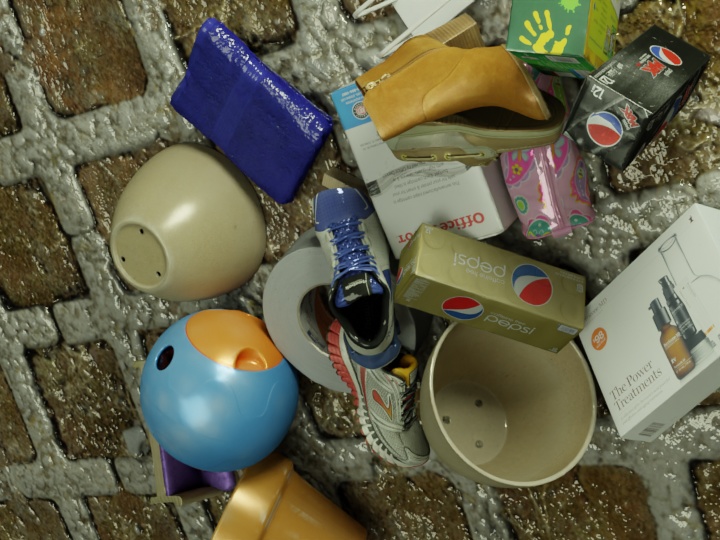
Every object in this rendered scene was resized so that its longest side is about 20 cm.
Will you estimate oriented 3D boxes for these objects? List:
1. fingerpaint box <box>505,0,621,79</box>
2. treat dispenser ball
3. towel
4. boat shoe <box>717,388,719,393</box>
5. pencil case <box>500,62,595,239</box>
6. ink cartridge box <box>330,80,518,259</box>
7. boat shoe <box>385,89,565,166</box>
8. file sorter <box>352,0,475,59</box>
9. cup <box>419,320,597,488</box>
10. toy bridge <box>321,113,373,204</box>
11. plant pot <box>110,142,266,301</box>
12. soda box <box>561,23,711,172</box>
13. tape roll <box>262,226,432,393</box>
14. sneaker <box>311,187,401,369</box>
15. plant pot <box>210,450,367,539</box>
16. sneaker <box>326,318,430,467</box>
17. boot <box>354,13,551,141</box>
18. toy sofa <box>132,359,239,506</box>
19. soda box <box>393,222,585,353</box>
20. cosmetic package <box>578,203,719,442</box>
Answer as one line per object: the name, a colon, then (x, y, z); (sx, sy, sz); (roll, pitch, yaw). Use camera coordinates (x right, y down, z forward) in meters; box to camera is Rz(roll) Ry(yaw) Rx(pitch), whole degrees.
fingerpaint box: (0.189, -0.266, 1.109); (0.072, 0.200, 0.170); (8, 96, 17)
treat dispenser ball: (-0.175, 0.149, 1.548); (0.198, 0.201, 0.204); (13, 118, 26)
towel: (-0.128, -0.189, 1.472); (0.200, 0.049, 0.148); (43, 137, 7)
boat shoe: (0.401, 0.105, 1.258); (0.200, 0.062, 0.075); (40, 172, 37)
pencil case: (0.181, -0.136, 1.278); (0.086, 0.087, 0.203); (-6, 109, 33)
ink cartridge box: (0.076, -0.129, 1.347); (0.143, 0.084, 0.202); (-14, 103, 34)
boat shoe: (0.112, -0.141, 1.237); (0.197, 0.074, 0.067); (6, 140, 28)
file sorter: (0.030, -0.340, 1.254); (0.138, 0.124, 0.201); (-33, 92, 37)
cup: (0.144, 0.154, 1.389); (0.201, 0.200, 0.143); (49, 153, 3)
toy bridge: (-0.012, -0.097, 1.453); (0.067, 0.027, 0.202); (26, 124, 19)
plant pot: (-0.236, -0.042, 1.551); (0.198, 0.134, 0.203); (14, 119, 26)
soda box: (0.258, -0.163, 1.145); (0.070, 0.200, 0.064); (33, 126, 14)
tape roll: (-0.016, 0.046, 1.478); (0.197, 0.066, 0.203); (12, 123, 19)
sneaker: (0.000, 0.001, 1.333); (0.079, 0.115, 0.202); (-13, 79, 1)
plant pot: (-0.097, 0.359, 1.627); (0.181, 0.201, 0.202); (26, 125, 1)
sneaker: (0.034, 0.140, 1.423); (0.081, 0.078, 0.202); (-15, 112, 29)
boot: (0.082, -0.162, 1.180); (0.071, 0.143, 0.202); (57, 179, -40)
toy sofa: (-0.234, 0.208, 1.659); (0.097, 0.082, 0.203); (-9, 88, 38)
soda box: (0.139, 0.020, 1.322); (0.197, 0.069, 0.064); (18, 147, -13)
cosmetic package: (0.316, 0.055, 1.256); (0.200, 0.051, 0.152); (-50, 42, 37)
